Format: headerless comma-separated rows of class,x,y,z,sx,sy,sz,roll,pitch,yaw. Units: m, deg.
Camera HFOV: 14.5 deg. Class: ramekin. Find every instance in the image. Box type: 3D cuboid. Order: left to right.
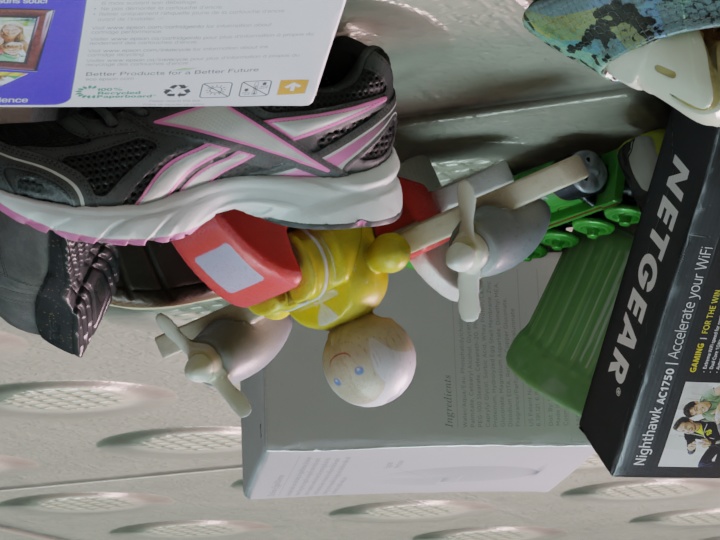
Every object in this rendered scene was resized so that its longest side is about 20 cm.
ramekin,0.188,0.038,1.526,0.200,0.098,0.200,19,-171,-3

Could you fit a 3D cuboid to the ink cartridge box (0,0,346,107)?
ink cartridge box,-0.097,-0.121,1.014,0.198,0.043,0.200,0,156,-12

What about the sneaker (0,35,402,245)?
sneaker,-0.073,-0.066,1.211,0.200,0.086,0.080,-6,-159,-31

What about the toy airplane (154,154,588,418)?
toy airplane,0.000,0.000,1.373,0.199,0.141,0.200,-9,162,-11

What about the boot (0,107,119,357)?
boot,-0.183,-0.037,1.338,0.132,0.070,0.200,21,143,7

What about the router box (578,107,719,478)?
router box,0.203,0.006,1.362,0.149,0.200,0.051,2,-150,-22

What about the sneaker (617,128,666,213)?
sneaker,0.205,-0.045,1.422,0.200,0.075,0.076,9,141,-47

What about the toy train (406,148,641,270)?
toy train,0.082,-0.031,1.500,0.056,0.042,0.200,17,160,-27

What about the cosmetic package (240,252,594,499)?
cosmetic package,0.030,0.066,1.730,0.200,0.123,0.199,-2,168,-7

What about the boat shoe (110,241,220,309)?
boat shoe,-0.096,-0.015,1.486,0.200,0.072,0.076,5,-178,-23

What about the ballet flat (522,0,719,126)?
ballet flat,0.163,-0.093,1.159,0.200,0.074,0.074,-6,167,20
